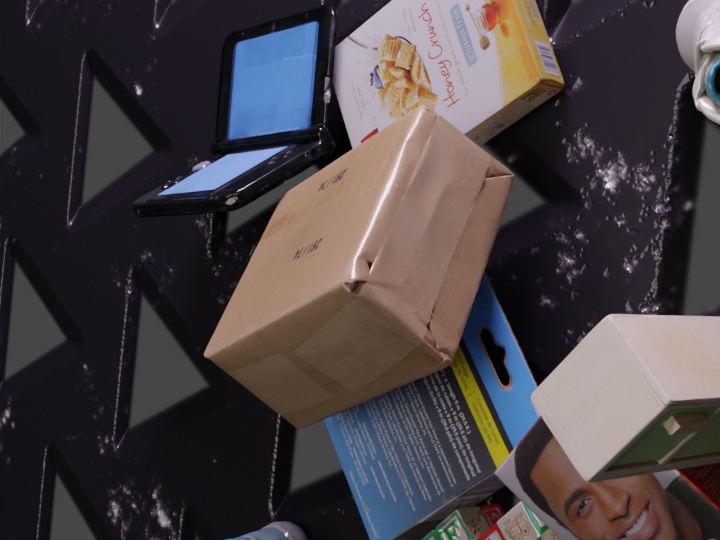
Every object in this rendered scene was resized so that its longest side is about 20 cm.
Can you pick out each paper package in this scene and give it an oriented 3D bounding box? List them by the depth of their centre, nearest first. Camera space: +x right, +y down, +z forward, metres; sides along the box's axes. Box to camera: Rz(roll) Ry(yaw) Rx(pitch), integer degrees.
[{"bbox_3d":[0.000,0.000,0.983,0.199,0.103,0.192,-30,29,48],"label":"paper package"}]

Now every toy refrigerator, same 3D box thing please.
[{"bbox_3d":[0.201,0.078,0.801,0.076,0.198,0.070,-50,57,29],"label":"toy refrigerator"}]

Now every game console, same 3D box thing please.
[{"bbox_3d":[-0.116,-0.137,1.156,0.199,0.175,0.118,0,118,56],"label":"game console"}]

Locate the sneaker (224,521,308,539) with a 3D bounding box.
[{"bbox_3d":[-0.078,0.315,1.106,0.080,0.129,0.202,-46,59,30],"label":"sneaker"}]

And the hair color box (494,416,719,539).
[{"bbox_3d":[0.196,0.164,0.860,0.200,0.061,0.102,43,118,17],"label":"hair color box"}]

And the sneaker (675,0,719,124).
[{"bbox_3d":[0.241,-0.135,0.813,0.200,0.079,0.078,-120,24,-65],"label":"sneaker"}]

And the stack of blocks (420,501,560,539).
[{"bbox_3d":[0.106,0.235,0.981,0.200,0.058,0.116,-48,57,32],"label":"stack of blocks"}]

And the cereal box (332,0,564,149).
[{"bbox_3d":[0.062,-0.162,1.056,0.199,0.039,0.146,-33,65,38],"label":"cereal box"}]

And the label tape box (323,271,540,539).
[{"bbox_3d":[0.068,0.108,1.021,0.199,0.063,0.146,-39,63,31],"label":"label tape box"}]
